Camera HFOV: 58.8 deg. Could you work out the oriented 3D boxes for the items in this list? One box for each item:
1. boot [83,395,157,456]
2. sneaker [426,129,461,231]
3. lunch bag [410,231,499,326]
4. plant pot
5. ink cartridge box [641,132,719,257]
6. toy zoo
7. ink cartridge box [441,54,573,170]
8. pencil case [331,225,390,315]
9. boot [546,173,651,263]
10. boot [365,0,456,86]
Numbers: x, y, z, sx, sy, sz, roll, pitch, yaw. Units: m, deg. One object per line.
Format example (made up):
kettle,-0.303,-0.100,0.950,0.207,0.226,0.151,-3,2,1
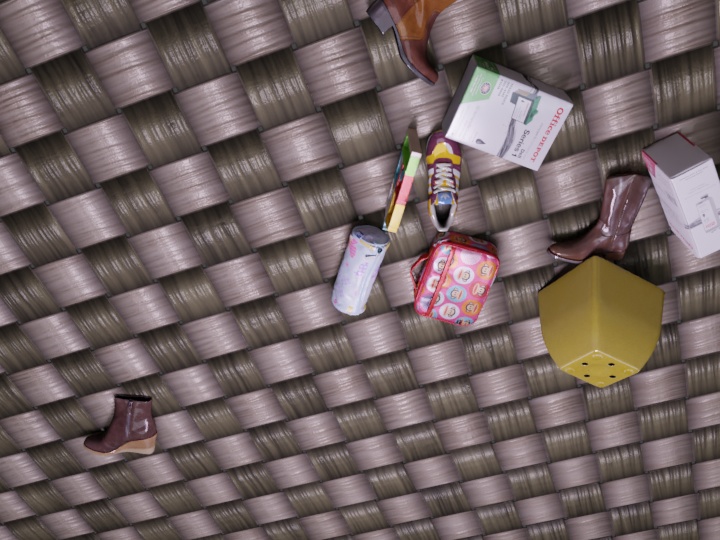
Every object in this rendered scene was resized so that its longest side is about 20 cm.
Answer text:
boot,-0.633,0.399,1.675,0.199,0.072,0.167,2,110,2
sneaker,0.169,-0.177,1.278,0.075,0.090,0.201,-5,122,4
lunch bag,0.197,0.015,1.406,0.175,0.082,0.201,15,119,-3
plant pot,0.506,0.127,1.358,0.195,0.201,0.194,25,144,-13
ink cartridge box,0.644,-0.148,1.254,0.083,0.147,0.200,-27,118,15
toy zoo,0.079,-0.165,1.263,0.020,0.131,0.201,12,120,-7
ink cartridge box,0.275,-0.295,1.207,0.199,0.084,0.147,18,121,-9
pencil case,0.000,0.000,1.391,0.083,0.091,0.201,-11,134,-40
boot,0.492,-0.116,1.324,0.185,0.064,0.201,-4,126,-12
boot,0.140,-0.457,1.138,0.200,0.069,0.188,-37,107,13
